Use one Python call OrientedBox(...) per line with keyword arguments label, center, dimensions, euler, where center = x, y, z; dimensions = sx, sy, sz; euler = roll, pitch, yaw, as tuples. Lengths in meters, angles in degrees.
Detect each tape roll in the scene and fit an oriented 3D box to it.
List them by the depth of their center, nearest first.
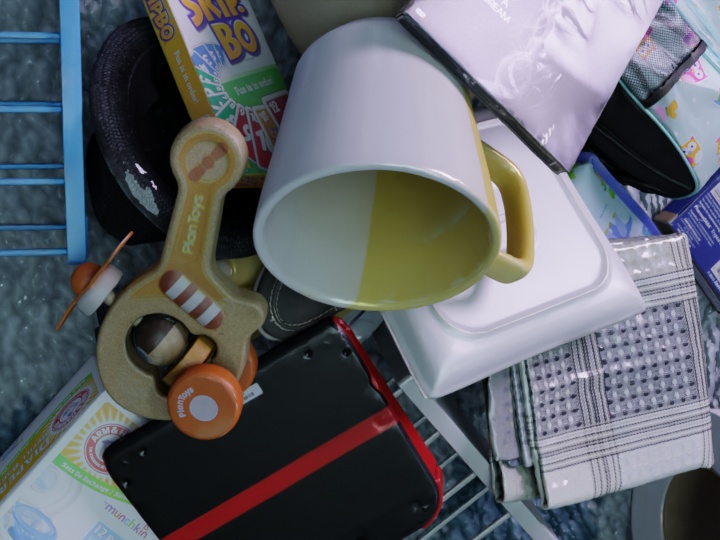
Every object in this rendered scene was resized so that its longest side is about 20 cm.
OrientedBox(label="tape roll", center=(0.350, 0.224, 0.996), dimensions=(0.139, 0.203, 0.204), euler=(6, 98, -19))

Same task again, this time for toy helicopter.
OrientedBox(label="toy helicopter", center=(-0.119, 0.000, 0.709), dimensions=(0.132, 0.079, 0.201), euler=(15, 109, -1))

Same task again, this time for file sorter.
OrientedBox(label="file sorter", center=(-0.251, -0.112, 0.774), dimensions=(0.122, 0.139, 0.201), euler=(-2, 100, -14))
OrientedBox(label="file sorter", center=(0.040, 0.164, 0.912), dimensions=(0.124, 0.139, 0.200), euler=(-40, 109, 4))

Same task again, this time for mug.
OrientedBox(label="mug", center=(0.018, -0.067, 0.734), dimensions=(0.149, 0.154, 0.187), euler=(-12, 143, 18))

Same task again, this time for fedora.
OrientedBox(label="fedora", center=(-0.135, -0.081, 0.812), dimensions=(0.091, 0.201, 0.201), euler=(-31, 114, 33))

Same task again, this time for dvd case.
OrientedBox(label="dvd case", center=(0.124, -0.183, 0.739), dimensions=(0.149, 0.016, 0.200), euler=(40, 63, -18))

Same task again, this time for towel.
OrientedBox(label="towel", center=(0.180, 0.072, 0.859), dimensions=(0.199, 0.035, 0.193), euler=(-7, 92, -22))

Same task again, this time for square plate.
OrientedBox(label="square plate", center=(0.087, -0.030, 0.813), dimensions=(0.199, 0.028, 0.199), euler=(-19, 72, -26))

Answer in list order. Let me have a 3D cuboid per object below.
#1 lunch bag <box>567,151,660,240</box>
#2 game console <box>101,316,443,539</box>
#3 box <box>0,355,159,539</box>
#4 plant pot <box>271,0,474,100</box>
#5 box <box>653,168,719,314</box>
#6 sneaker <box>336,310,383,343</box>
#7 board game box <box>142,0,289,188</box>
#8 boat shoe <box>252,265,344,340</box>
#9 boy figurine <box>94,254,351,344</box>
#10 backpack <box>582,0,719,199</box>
OrientedBox(label="lunch bag", center=(0.173, 0.021, 0.948), dimensions=(0.200, 0.127, 0.170), euler=(42, 80, -32))
OrientedBox(label="game console", center=(-0.056, 0.148, 0.812), dimensions=(0.200, 0.031, 0.177), euler=(-31, 106, 4))
OrientedBox(label="box", center=(-0.221, 0.180, 0.851), dimensions=(0.112, 0.101, 0.200), euler=(44, 84, -20))
OrientedBox(label="plant pot", center=(0.033, -0.189, 0.838), dimensions=(0.200, 0.200, 0.135), euler=(-19, 125, -14))
OrientedBox(label="box", center=(0.375, -0.066, 1.042), dimensions=(0.200, 0.032, 0.121), euler=(-42, 109, -6))
OrientedBox(label="sneaker", center=(0.000, 0.000, 0.917), dimensions=(0.071, 0.073, 0.200), euler=(44, 75, -10))
OrientedBox(label="board game box", center=(-0.099, -0.152, 0.807), dimensions=(0.095, 0.030, 0.201), euler=(-7, 69, -56))
OrientedBox(label="boat shoe", center=(0.000, -0.022, 0.819), dimensions=(0.200, 0.057, 0.067), euler=(-42, 107, -35))
OrientedBox(label="boy figurine", center=(-0.095, 0.029, 0.840), dimensions=(0.199, 0.065, 0.125), euler=(-15, 146, -27))
OrientedBox(label="backpack", center=(0.219, -0.158, 0.897), dimensions=(0.153, 0.176, 0.200), euler=(-41, 105, -9))
